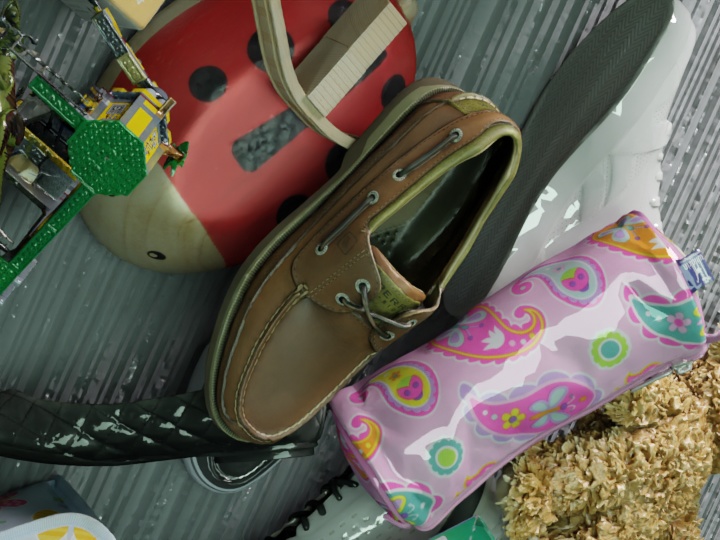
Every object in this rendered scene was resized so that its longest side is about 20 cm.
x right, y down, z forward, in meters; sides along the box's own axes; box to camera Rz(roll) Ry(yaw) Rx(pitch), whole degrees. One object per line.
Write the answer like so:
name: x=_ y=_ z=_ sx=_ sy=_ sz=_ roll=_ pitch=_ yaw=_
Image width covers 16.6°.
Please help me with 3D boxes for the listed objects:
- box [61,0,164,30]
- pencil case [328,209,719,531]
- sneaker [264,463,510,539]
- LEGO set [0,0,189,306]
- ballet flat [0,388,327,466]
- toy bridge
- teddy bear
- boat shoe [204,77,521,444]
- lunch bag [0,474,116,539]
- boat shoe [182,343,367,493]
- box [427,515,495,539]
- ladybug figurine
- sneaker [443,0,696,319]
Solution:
box: x=-0.147 y=-0.223 z=1.129 sx=0.200 sy=0.097 sz=0.125 roll=41 pitch=82 yaw=-23
pencil case: x=0.083 y=0.050 z=1.231 sx=0.199 sy=0.087 sz=0.088 roll=-31 pitch=111 yaw=-3
sneaker: x=-0.015 y=0.141 z=1.290 sx=0.199 sy=0.074 sz=0.080 roll=-19 pitch=105 yaw=-23
LEGO set: x=-0.173 y=-0.089 z=1.127 sx=0.200 sy=0.116 sz=0.154 roll=34 pitch=119 yaw=-4
ballet flat: x=-0.116 y=0.068 z=1.222 sx=0.199 sy=0.066 sz=0.057 roll=-1 pitch=86 yaw=0
toy bridge: x=-0.009 y=-0.101 z=1.164 sx=0.067 sy=0.027 sz=0.200 roll=-49 pitch=126 yaw=-8
teddy bear: x=0.152 y=0.108 z=1.311 sx=0.199 sy=0.067 sz=0.146 roll=-10 pitch=107 yaw=-34
boat shoe: x=0.000 y=0.000 z=1.152 sx=0.072 sy=0.068 sz=0.201 roll=32 pitch=91 yaw=-37
lunch bag: x=-0.185 y=0.186 z=1.164 sx=0.169 sy=0.200 sz=0.128 roll=-16 pitch=108 yaw=-15
boat shoe: x=-0.019 y=0.033 z=1.258 sx=0.070 sy=0.066 sz=0.200 roll=40 pitch=89 yaw=-22
box: x=0.027 y=0.216 z=1.290 sx=0.117 sy=0.048 sz=0.200 roll=-25 pitch=145 yaw=-13
ladybug figurine: x=-0.050 y=-0.076 z=1.218 sx=0.200 sy=0.072 sz=0.136 roll=-40 pitch=112 yaw=-7
sneaker: x=0.140 y=-0.041 z=1.301 sx=0.115 sy=0.074 sz=0.201 roll=27 pitch=101 yaw=-26
